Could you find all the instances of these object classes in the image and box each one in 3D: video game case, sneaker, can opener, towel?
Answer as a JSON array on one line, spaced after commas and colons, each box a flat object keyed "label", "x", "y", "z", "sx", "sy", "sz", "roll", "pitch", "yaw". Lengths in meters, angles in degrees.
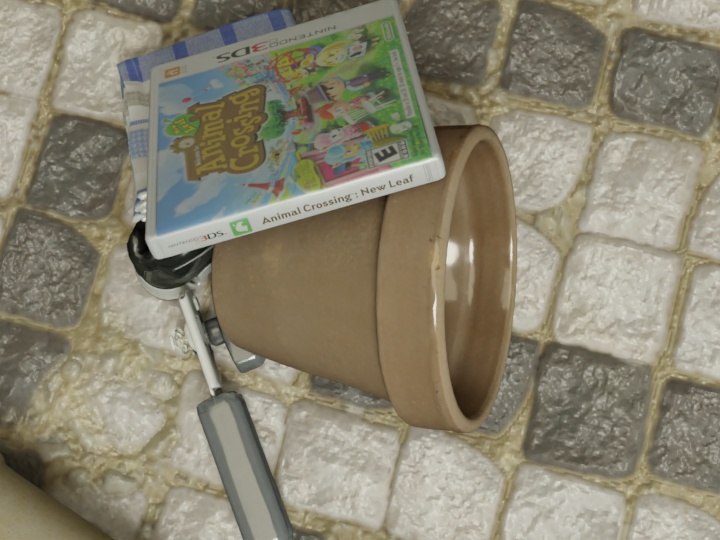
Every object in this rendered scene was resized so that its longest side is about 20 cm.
[{"label": "video game case", "x": -0.049, "y": -0.099, "z": 0.810, "sx": 0.182, "sy": 0.022, "sz": 0.200, "roll": -16, "pitch": 40, "yaw": 5}, {"label": "sneaker", "x": -0.096, "y": -0.065, "z": 0.900, "sx": 0.066, "sy": 0.091, "sz": 0.200, "roll": 40, "pitch": 87, "yaw": 12}, {"label": "can opener", "x": -0.085, "y": 0.101, "z": 0.893, "sx": 0.066, "sy": 0.053, "sz": 0.200, "roll": -17, "pitch": 80, "yaw": 2}, {"label": "towel", "x": -0.099, "y": -0.117, "z": 0.885, "sx": 0.147, "sy": 0.024, "sz": 0.200, "roll": -19, "pitch": 41, "yaw": 1}]

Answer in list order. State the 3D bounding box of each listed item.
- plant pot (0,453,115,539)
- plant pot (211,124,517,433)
[{"label": "plant pot", "x": -0.232, "y": 0.228, "z": 0.831, "sx": 0.183, "sy": 0.200, "sz": 0.201, "roll": 28, "pitch": 84, "yaw": -2}, {"label": "plant pot", "x": 0.000, "y": 0.000, "z": 0.842, "sx": 0.174, "sy": 0.200, "sz": 0.200, "roll": 4, "pitch": 81, "yaw": 19}]
